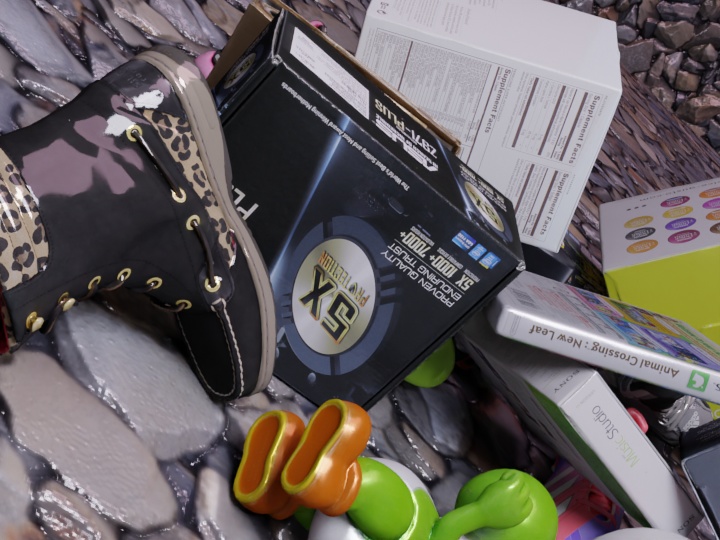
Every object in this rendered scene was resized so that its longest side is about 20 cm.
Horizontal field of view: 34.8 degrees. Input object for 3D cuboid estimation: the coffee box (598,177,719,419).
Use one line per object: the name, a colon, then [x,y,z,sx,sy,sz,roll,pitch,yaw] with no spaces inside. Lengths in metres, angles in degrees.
coffee box: [0.358,0.033,1.138,0.198,0.199,0.201,-63,137,-66]

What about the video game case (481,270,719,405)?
video game case: [0.162,0.038,0.767,0.181,0.022,0.200,17,9,-5]

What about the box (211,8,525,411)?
box: [-0.027,-0.028,0.708,0.200,0.164,0.086,38,24,-19]

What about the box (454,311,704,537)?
box: [0.136,0.092,0.790,0.144,0.036,0.200,50,-3,-25]

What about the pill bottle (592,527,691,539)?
pill bottle: [0.173,0.253,0.656,0.111,0.111,0.200,39,24,-17]

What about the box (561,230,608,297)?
box: [0.191,-0.013,1.202,0.200,0.049,0.161,45,21,-7]

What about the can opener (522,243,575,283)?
can opener: [0.104,-0.036,1.081,0.200,0.079,0.063,32,24,-6]

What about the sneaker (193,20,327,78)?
sneaker: [-0.050,-0.169,0.989,0.079,0.095,0.200,54,23,21]

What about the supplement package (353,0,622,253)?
supplement package: [0.091,-0.138,0.938,0.199,0.151,0.152,16,33,0]

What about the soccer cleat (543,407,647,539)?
soccer cleat: [0.175,0.162,0.851,0.067,0.076,0.200,45,22,0]

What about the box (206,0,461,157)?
box: [-0.034,-0.103,0.815,0.163,0.021,0.200,36,-20,-10]

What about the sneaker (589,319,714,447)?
sneaker: [0.264,0.102,0.956,0.115,0.075,0.200,43,-3,-3]

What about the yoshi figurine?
yoshi figurine: [0.037,0.130,0.638,0.200,0.112,0.113,38,18,-27]

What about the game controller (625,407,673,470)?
game controller: [0.201,0.127,1.017,0.200,0.042,0.104,29,14,-35]

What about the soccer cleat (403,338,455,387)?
soccer cleat: [0.000,0.000,0.841,0.200,0.067,0.081,48,10,6]

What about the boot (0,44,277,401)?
boot: [-0.126,0.001,0.587,0.150,0.073,0.201,-32,121,-40]

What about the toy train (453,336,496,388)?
toy train: [0.097,0.012,0.967,0.114,0.085,0.200,44,21,-29]

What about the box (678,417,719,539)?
box: [0.291,0.165,0.769,0.149,0.104,0.200,66,12,8]
